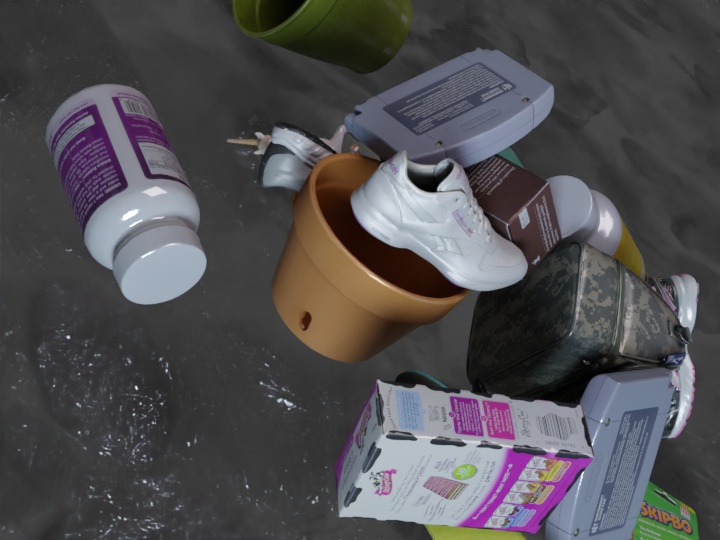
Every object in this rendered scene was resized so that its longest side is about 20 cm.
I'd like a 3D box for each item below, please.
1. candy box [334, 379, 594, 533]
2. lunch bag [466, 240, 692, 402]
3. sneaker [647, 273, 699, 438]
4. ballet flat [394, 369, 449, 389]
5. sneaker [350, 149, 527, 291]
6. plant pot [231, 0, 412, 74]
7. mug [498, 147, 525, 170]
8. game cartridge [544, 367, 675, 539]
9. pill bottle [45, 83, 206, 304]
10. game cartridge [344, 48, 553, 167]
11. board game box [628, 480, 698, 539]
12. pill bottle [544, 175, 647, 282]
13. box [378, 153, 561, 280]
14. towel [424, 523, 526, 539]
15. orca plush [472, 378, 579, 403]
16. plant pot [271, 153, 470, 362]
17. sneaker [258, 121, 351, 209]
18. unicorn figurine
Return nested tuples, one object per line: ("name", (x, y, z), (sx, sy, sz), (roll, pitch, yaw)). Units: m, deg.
("candy box", (0.089, 0.170, 1.068), (0.198, 0.137, 0.061), (8, 46, -17))
("lunch bag", (0.238, 0.078, 1.305), (0.167, 0.200, 0.141), (26, 54, -25))
("sneaker", (0.359, 0.103, 1.461), (0.085, 0.202, 0.080), (3, -3, -1))
("ballet flat", (0.104, 0.182, 1.183), (0.200, 0.068, 0.068), (40, 46, 1))
("sneaker", (0.092, -0.047, 1.153), (0.199, 0.100, 0.075), (25, 33, -24))
("plant pot", (-0.037, -0.362, 1.598), (0.192, 0.200, 0.202), (26, 33, -40))
("mug", (0.155, -0.061, 1.439), (0.184, 0.152, 0.115), (7, 45, -38))
("game cartridge", (0.249, 0.196, 1.200), (0.132, 0.202, 0.041), (2, 17, -41))
("pill bottle", (-0.217, -0.070, 1.121), (0.112, 0.112, 0.201), (4, 47, -42))
("game cartridge", (0.100, -0.166, 1.261), (0.199, 0.042, 0.133), (-28, 51, -22))
("board game box", (0.324, 0.311, 1.277), (0.095, 0.030, 0.201), (33, 36, -10))
("pill bottle", (0.258, -0.026, 1.380), (0.200, 0.111, 0.113), (46, 17, -52))
("box", (0.117, -0.085, 1.290), (0.200, 0.075, 0.100), (37, -17, 35))
("towel", (0.135, 0.291, 1.095), (0.085, 0.018, 0.201), (-18, 60, -25))
("orca plush", (0.198, 0.159, 1.253), (0.199, 0.071, 0.105), (33, -3, -22))
("plant pot", (0.000, 0.000, 1.224), (0.199, 0.140, 0.201), (25, 35, -19))
("sneaker", (-0.027, -0.089, 1.309), (0.199, 0.080, 0.074), (27, 6, -28))
("unicorn figurine", (-0.037, -0.111, 1.376), (0.137, 0.074, 0.201), (-24, 73, -42))
